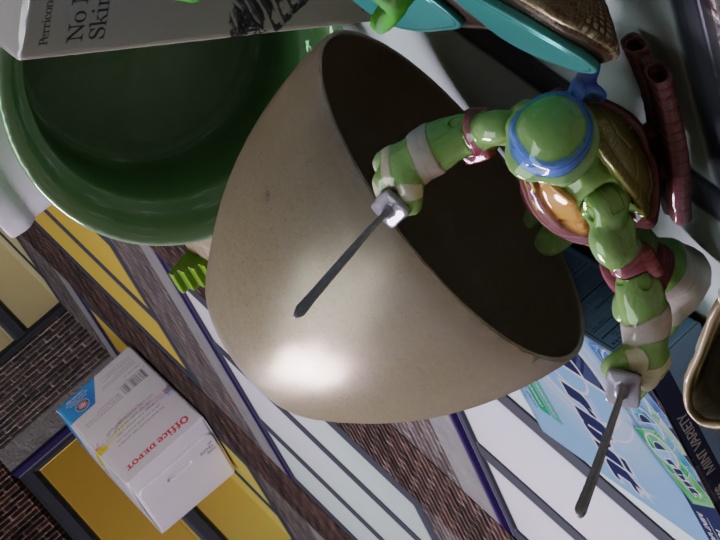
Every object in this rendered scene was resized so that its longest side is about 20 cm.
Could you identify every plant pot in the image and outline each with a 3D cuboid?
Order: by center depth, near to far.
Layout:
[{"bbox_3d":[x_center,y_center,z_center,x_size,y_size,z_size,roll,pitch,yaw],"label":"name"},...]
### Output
[{"bbox_3d":[0.000,0.000,1.113,0.200,0.134,0.201,42,-157,-23],"label":"plant pot"}]

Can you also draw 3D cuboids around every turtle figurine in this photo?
[{"bbox_3d":[0.074,-0.001,0.966,0.143,0.202,0.194,9,176,22],"label":"turtle figurine"}]

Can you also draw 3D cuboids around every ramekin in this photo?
[{"bbox_3d":[-0.117,-0.124,1.244,0.201,0.199,0.098,56,174,-27],"label":"ramekin"}]

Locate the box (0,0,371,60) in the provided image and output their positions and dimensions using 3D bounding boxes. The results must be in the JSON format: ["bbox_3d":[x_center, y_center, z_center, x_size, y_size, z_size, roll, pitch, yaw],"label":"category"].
[{"bbox_3d":[-0.079,-0.151,0.986,0.068,0.199,0.083,38,129,41],"label":"box"}]

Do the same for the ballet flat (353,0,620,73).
[{"bbox_3d":[0.053,-0.128,0.901,0.070,0.066,0.200,35,176,-32],"label":"ballet flat"}]

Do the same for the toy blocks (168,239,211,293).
[{"bbox_3d":[-0.073,-0.011,1.710,0.136,0.100,0.201,26,157,36],"label":"toy blocks"}]

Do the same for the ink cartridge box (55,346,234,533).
[{"bbox_3d":[-0.309,0.246,3.189,0.200,0.147,0.145,40,165,39],"label":"ink cartridge box"}]

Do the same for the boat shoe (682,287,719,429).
[{"bbox_3d":[0.181,0.025,0.913,0.073,0.063,0.200,47,167,13],"label":"boat shoe"}]

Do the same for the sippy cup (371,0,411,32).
[{"bbox_3d":[-0.056,-0.166,0.837,0.130,0.138,0.179,-175,70,-89],"label":"sippy cup"}]

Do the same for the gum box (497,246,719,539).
[{"bbox_3d":[0.140,0.061,1.219,0.200,0.044,0.170,35,161,53],"label":"gum box"}]

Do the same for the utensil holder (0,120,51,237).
[{"bbox_3d":[-0.186,-0.145,1.358,0.170,0.199,0.170,53,175,7],"label":"utensil holder"}]
